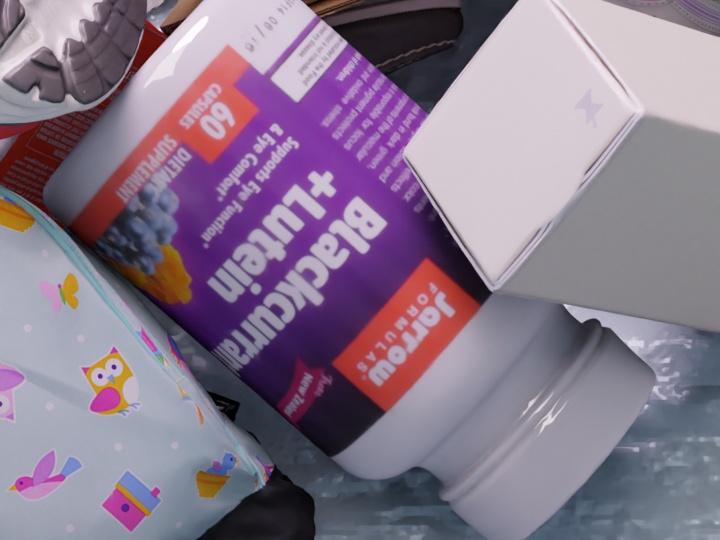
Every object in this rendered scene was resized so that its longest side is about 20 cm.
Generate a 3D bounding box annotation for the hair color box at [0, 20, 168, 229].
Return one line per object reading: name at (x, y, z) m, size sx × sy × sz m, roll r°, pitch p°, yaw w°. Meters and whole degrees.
hair color box at (-0.166, -0.034, 1.002) m, size 0.101 × 0.061 × 0.200 m, roll 40°, pitch 98°, yaw 29°

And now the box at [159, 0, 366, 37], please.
box at (0.026, -0.160, 1.036) m, size 0.163 × 0.021 × 0.200 m, roll -17°, pitch 27°, yaw 32°

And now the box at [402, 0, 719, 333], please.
box at (0.116, -0.029, 0.896) m, size 0.082 × 0.200 × 0.068 m, roll -51°, pitch 51°, yaw 24°

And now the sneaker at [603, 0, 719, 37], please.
sneaker at (0.126, -0.149, 0.961) m, size 0.081 × 0.088 × 0.200 m, roll 14°, pitch 57°, yaw 6°

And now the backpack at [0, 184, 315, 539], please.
backpack at (-0.123, 0.053, 0.899) m, size 0.167 × 0.127 × 0.200 m, roll -39°, pitch 98°, yaw -18°

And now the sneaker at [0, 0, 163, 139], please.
sneaker at (-0.103, -0.105, 0.907) m, size 0.085 × 0.077 × 0.200 m, roll -26°, pitch 17°, yaw 36°

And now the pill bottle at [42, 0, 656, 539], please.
pill bottle at (0.000, 0.000, 0.917) m, size 0.200 × 0.111 × 0.111 m, roll 41°, pitch 69°, yaw -4°

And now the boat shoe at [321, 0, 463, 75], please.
boat shoe at (-0.052, -0.060, 1.049) m, size 0.200 × 0.067 × 0.057 m, roll -14°, pitch 91°, yaw 5°
